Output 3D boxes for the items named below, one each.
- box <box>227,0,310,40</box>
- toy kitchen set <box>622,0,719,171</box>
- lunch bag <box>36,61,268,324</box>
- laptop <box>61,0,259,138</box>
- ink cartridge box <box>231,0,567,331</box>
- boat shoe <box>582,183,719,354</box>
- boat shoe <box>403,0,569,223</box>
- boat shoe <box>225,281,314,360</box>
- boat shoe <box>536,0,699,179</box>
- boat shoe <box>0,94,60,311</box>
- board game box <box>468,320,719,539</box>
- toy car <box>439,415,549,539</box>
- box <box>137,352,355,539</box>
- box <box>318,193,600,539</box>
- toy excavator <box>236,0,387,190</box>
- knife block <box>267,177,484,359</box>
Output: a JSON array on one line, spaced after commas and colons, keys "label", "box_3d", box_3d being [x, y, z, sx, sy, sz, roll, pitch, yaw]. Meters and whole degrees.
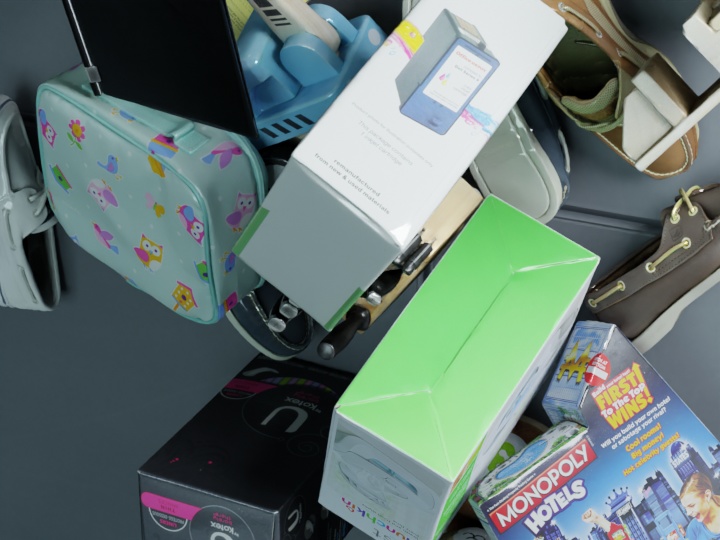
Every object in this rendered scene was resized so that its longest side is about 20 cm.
[{"label": "box", "box_3d": [-0.124, -0.169, 1.311, 0.075, 0.050, 0.200, 48, 125, -3]}, {"label": "toy kitchen set", "box_3d": [0.171, -0.184, 1.043, 0.180, 0.200, 0.163, 45, 112, 0]}, {"label": "lunch bag", "box_3d": [-0.148, -0.064, 1.270, 0.200, 0.077, 0.161, 32, 140, 29]}, {"label": "laptop", "box_3d": [-0.147, -0.212, 1.168, 0.116, 0.200, 0.187, -9, 139, 1]}, {"label": "ink cartridge box", "box_3d": [0.024, -0.080, 1.069, 0.087, 0.200, 0.145, 40, 152, 0]}, {"label": "boat shoe", "box_3d": [0.228, -0.020, 1.197, 0.060, 0.072, 0.200, 39, 131, 0]}, {"label": "boat shoe", "box_3d": [0.093, -0.128, 1.203, 0.075, 0.062, 0.200, -21, 108, 32]}, {"label": "boat shoe", "box_3d": [-0.080, -0.026, 1.350, 0.062, 0.075, 0.200, -15, 98, 43]}, {"label": "boat shoe", "box_3d": [0.153, -0.125, 1.145, 0.076, 0.074, 0.200, -23, 127, 33]}, {"label": "boat shoe", "box_3d": [-0.279, -0.054, 1.442, 0.065, 0.074, 0.200, 12, 129, 16]}, {"label": "board game box", "box_3d": [0.173, 0.148, 1.233, 0.200, 0.200, 0.062, 61, 163, -10]}, {"label": "toy car", "box_3d": [0.088, 0.215, 1.304, 0.164, 0.200, 0.158, 13, 120, 20]}, {"label": "box", "box_3d": [-0.072, 0.163, 1.359, 0.122, 0.200, 0.106, 12, 120, 21]}, {"label": "box", "box_3d": [0.063, 0.079, 1.213, 0.097, 0.200, 0.177, 31, 153, 12]}, {"label": "toy excavator", "box_3d": [-0.046, -0.157, 1.183, 0.194, 0.100, 0.200, -16, 133, 45]}, {"label": "knife block", "box_3d": [0.000, 0.000, 1.215, 0.064, 0.176, 0.200, 43, 164, 2]}]
